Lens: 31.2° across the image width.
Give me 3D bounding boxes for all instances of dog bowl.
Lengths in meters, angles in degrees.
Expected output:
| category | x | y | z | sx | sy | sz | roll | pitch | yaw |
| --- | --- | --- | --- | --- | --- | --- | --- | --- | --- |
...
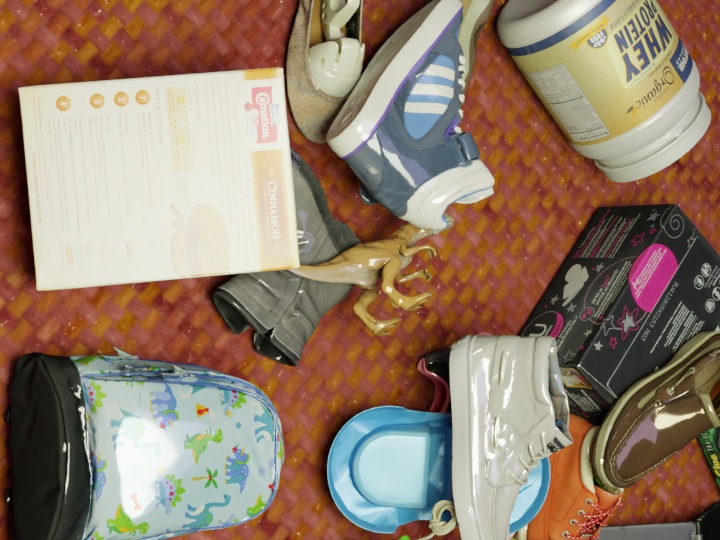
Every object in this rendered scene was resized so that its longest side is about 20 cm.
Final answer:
| category | x | y | z | sx | sy | sz | roll | pitch | yaw |
| --- | --- | --- | --- | --- | --- | --- | --- | --- | --- |
| dog bowl | 0.068 | 0.177 | 1.158 | 0.199 | 0.050 | 0.112 | 4 | 90 | -5 |

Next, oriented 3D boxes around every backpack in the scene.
| category | x | y | z | sx | sy | sz | roll | pitch | yaw |
| --- | --- | --- | --- | --- | --- | --- | --- | --- | --- |
| backpack | -0.159 | 0.143 | 1.016 | 0.199 | 0.153 | 0.164 | 8 | 79 | -45 |

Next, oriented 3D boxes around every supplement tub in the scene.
| category | x | y | z | sx | sy | sz | roll | pitch | yaw |
| --- | --- | --- | --- | --- | --- | --- | --- | --- | --- |
| supplement tub | 0.240 | -0.200 | 1.258 | 0.144 | 0.144 | 0.200 | -49 | 113 | -23 |

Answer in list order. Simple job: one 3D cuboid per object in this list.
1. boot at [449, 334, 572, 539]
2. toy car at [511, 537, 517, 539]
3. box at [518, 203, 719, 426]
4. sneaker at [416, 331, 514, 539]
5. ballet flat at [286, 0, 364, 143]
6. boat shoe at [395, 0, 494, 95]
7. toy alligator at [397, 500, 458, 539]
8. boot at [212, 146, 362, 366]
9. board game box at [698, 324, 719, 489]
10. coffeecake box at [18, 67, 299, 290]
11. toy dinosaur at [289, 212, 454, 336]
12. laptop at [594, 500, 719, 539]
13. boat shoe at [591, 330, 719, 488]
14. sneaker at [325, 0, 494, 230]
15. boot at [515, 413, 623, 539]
| category | x | y | z | sx | sy | sz | roll | pitch | yaw |
| --- | --- | --- | --- | --- | --- | --- | --- | --- | --- |
| boot | 0.131 | 0.153 | 1.090 | 0.074 | 0.095 | 0.201 | -5 | 90 | -69 |
| toy car | 0.169 | 0.374 | 1.211 | 0.158 | 0.164 | 0.201 | -36 | 121 | -27 |
| box | 0.264 | 0.050 | 1.289 | 0.132 | 0.115 | 0.200 | 44 | 70 | -26 |
| sneaker | 0.098 | 0.162 | 1.216 | 0.095 | 0.079 | 0.201 | -9 | 91 | -17 |
| ballet flat | -0.025 | -0.214 | 1.134 | 0.068 | 0.067 | 0.201 | 1 | 89 | -32 |
| boat shoe | 0.065 | -0.206 | 1.200 | 0.076 | 0.072 | 0.201 | 22 | 70 | -16 |
| toy alligator | 0.016 | 0.266 | 1.131 | 0.200 | 0.059 | 0.054 | -39 | 157 | 13 |
| boot | -0.083 | -0.022 | 1.093 | 0.200 | 0.070 | 0.132 | 50 | 64 | -21 |
| board game box | 0.407 | 0.157 | 1.428 | 0.105 | 0.023 | 0.201 | -34 | 107 | -33 |
| coffeecake box | -0.152 | -0.070 | 1.000 | 0.199 | 0.073 | 0.154 | -5 | 92 | -4 |
| toy dinosaur | 0.000 | 0.000 | 1.104 | 0.199 | 0.060 | 0.106 | -17 | 67 | -36 |
| laptop | 0.317 | 0.353 | 1.383 | 0.200 | 0.115 | 0.188 | -4 | 93 | -61 |
| boat shoe | 0.298 | 0.126 | 1.201 | 0.202 | 0.075 | 0.075 | -44 | 113 | -23 |
| sneaker | 0.069 | -0.130 | 1.127 | 0.146 | 0.080 | 0.200 | 42 | 60 | -17 |
| boot | 0.210 | 0.240 | 1.259 | 0.075 | 0.107 | 0.201 | -5 | 94 | -34 |
